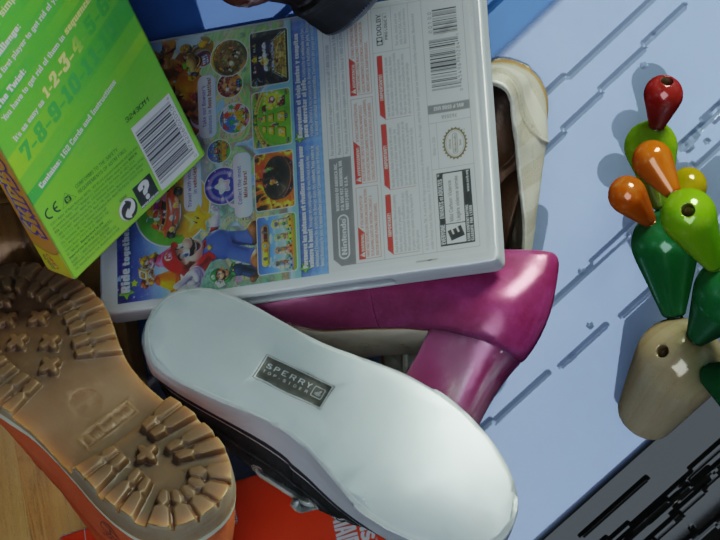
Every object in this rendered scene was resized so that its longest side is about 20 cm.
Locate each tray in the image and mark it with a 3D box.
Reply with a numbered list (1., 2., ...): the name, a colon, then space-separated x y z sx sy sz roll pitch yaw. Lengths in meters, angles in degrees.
1. tray: -0.163 0.054 1.119 0.098 0.037 0.201 -8 98 4

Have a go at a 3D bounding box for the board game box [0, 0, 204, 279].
1. board game box: -0.145 -0.101 0.978 0.096 0.030 0.200 -46 133 -27

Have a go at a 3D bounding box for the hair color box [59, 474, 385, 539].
1. hair color box: -0.037 0.153 1.086 0.199 0.111 0.064 -19 54 6

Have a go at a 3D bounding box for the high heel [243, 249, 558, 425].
1. high heel: 0.000 0.000 1.067 0.200 0.067 0.096 25 82 34

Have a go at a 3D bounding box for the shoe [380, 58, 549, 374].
1. shoe: 0.051 -0.007 1.088 0.070 0.053 0.201 11 100 2

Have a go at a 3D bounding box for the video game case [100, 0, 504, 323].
1. video game case: -0.032 -0.056 1.055 0.199 0.018 0.144 -8 71 14

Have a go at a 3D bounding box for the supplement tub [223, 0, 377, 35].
1. supplement tub: -0.070 -0.195 1.005 0.200 0.107 0.107 36 100 -20

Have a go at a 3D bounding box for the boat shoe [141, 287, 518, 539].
1. boat shoe: -0.016 0.082 1.014 0.199 0.068 0.074 25 62 15

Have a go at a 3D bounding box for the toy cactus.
1. toy cactus: 0.174 0.019 1.056 0.200 0.102 0.165 54 143 24

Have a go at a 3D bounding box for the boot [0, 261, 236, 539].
1. boot: -0.128 0.082 1.025 0.075 0.107 0.200 -31 55 -19
